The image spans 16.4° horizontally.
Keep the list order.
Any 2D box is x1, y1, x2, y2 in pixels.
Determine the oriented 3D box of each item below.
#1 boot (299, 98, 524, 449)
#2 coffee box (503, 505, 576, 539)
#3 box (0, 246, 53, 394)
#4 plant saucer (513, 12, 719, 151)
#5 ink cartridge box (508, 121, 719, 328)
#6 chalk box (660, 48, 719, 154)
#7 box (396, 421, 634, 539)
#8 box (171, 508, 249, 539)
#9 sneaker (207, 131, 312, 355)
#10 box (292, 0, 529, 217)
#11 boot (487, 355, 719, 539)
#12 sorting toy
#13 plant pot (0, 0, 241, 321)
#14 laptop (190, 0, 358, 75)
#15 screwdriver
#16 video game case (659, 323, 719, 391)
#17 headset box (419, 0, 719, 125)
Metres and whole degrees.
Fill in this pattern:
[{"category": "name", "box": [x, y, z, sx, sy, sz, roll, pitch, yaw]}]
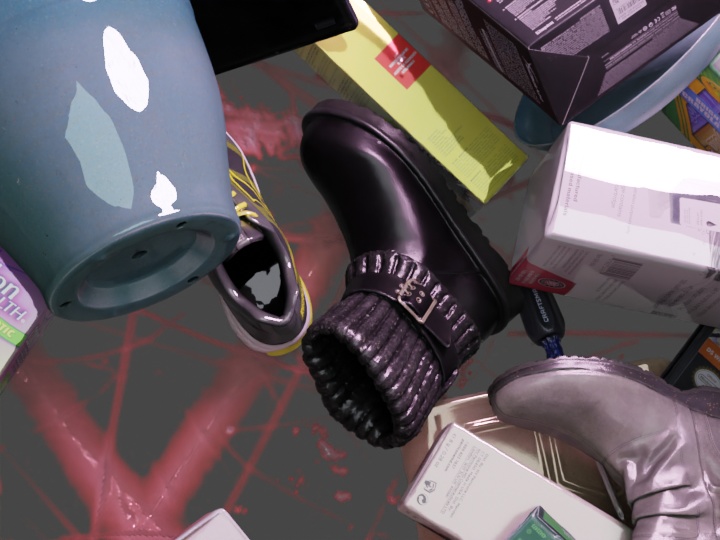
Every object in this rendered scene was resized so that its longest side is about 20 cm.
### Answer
[{"category": "boot", "box": [0.002, 0.000, 1.675, 0.211, 0.079, 0.158, 48, 55, 1]}, {"category": "coffee box", "box": [0.088, 0.263, 1.610, 0.123, 0.044, 0.200, 42, 99, 3]}, {"category": "box", "box": [-0.323, 0.045, 1.655, 0.176, 0.097, 0.200, 34, 82, -1]}, {"category": "plant saucer", "box": [0.188, -0.148, 1.691, 0.027, 0.200, 0.200, 45, 80, -19]}, {"category": "ink cartridge box", "box": [0.212, -0.023, 1.644, 0.199, 0.146, 0.085, 14, 77, -4]}, {"category": "chalk box", "box": [0.304, -0.126, 1.691, 0.125, 0.200, 0.124, -44, 90, -8]}, {"category": "box", "box": [0.126, 0.181, 1.664, 0.200, 0.082, 0.069, 31, 83, 3]}, {"category": "box", "box": [-0.096, 0.234, 1.604, 0.109, 0.200, 0.128, -37, 89, -8]}, {"category": "sneaker", "box": [-0.090, -0.038, 1.696, 0.074, 0.085, 0.200, -33, 88, -10]}, {"category": "box", "box": [0.024, -0.125, 1.725, 0.200, 0.075, 0.050, 44, 81, 1]}, {"category": "boot", "box": [0.180, 0.134, 1.620, 0.199, 0.068, 0.131, 11, 58, -11]}, {"category": "sorting toy", "box": [0.138, 0.168, 1.725, 0.199, 0.036, 0.186, -11, 84, -3]}, {"category": "plant pot", "box": [-0.170, -0.079, 1.599, 0.199, 0.200, 0.189, -23, 71, -8]}, {"category": "laptop", "box": [-0.102, -0.249, 1.706, 0.187, 0.116, 0.201, -15, 112, 29]}, {"category": "screwdriver", "box": [0.140, 0.081, 1.702, 0.029, 0.028, 0.201, 3, 56, -31]}, {"category": "video game case", "box": [0.305, 0.108, 1.728, 0.200, 0.025, 0.181, 42, 72, -6]}, {"category": "headset box", "box": [0.126, -0.204, 1.638, 0.148, 0.075, 0.200, -36, 43, -9]}]
